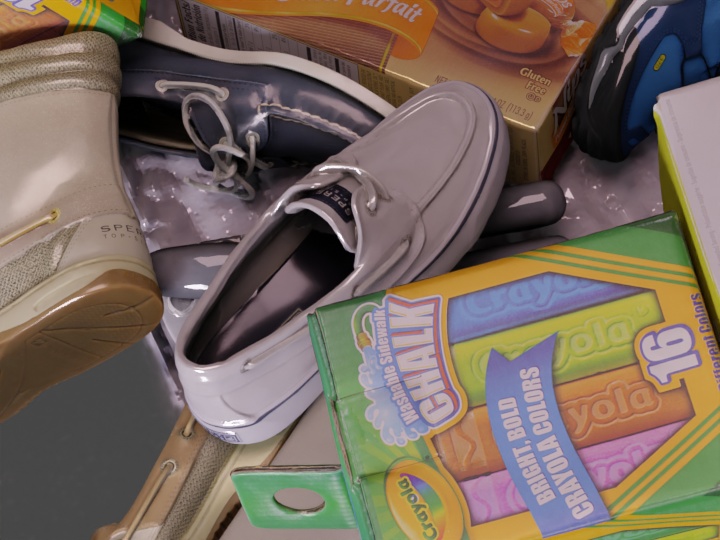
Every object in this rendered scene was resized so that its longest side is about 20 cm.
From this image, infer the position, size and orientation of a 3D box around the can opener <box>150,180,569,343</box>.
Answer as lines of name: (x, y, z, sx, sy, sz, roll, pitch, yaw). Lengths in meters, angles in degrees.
can opener: (0.000, 0.000, 1.276, 0.199, 0.066, 0.053, -10, 92, 1)

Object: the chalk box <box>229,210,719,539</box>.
chalk box: (0.050, 0.079, 1.118, 0.199, 0.125, 0.124, -16, 64, 0)

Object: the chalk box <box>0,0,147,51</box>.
chalk box: (-0.208, -0.155, 1.337, 0.199, 0.124, 0.124, -23, 52, 39)

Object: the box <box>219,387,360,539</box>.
box: (0.004, 0.105, 1.218, 0.082, 0.068, 0.200, 28, 71, 22)

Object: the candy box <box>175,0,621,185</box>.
candy box: (0.024, -0.128, 1.336, 0.199, 0.055, 0.116, 22, 61, 21)

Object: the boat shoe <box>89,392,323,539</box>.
boat shoe: (-0.088, 0.110, 1.223, 0.063, 0.073, 0.201, 32, 73, 11)

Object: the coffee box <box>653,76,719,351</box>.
coffee box: (0.243, 0.032, 1.138, 0.197, 0.200, 0.201, -16, 61, 2)

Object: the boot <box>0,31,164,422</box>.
boot: (-0.184, -0.012, 1.289, 0.199, 0.072, 0.155, -26, 58, 25)

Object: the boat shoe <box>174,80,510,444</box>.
boat shoe: (-0.006, -0.013, 1.207, 0.073, 0.065, 0.200, 27, 69, 27)

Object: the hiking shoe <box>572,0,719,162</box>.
hiking shoe: (0.184, -0.116, 1.297, 0.200, 0.074, 0.087, -44, 63, -13)

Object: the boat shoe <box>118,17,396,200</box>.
boat shoe: (-0.067, -0.073, 1.319, 0.199, 0.075, 0.062, 19, 66, 20)
